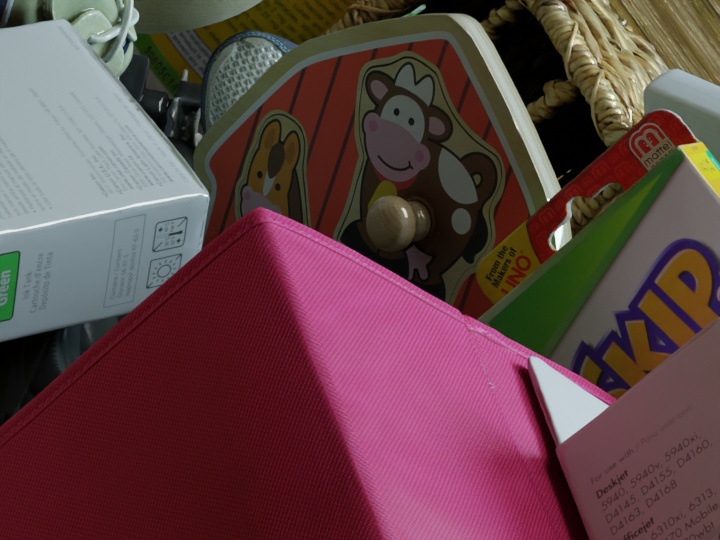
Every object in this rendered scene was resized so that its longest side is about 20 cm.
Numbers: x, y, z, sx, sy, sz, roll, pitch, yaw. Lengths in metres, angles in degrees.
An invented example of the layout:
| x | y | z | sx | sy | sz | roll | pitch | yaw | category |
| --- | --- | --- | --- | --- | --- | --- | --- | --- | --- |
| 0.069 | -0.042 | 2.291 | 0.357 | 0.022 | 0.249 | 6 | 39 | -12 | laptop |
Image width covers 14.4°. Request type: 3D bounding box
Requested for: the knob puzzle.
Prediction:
| x | y | z | sx | sy | sz | roll | pitch | yaw | category |
| --- | --- | --- | --- | --- | --- | --- | --- | --- | --- |
| 0.000 | 0.000 | 1.026 | 0.030 | 0.220 | 0.220 | -6 | 56 | -46 | knob puzzle |

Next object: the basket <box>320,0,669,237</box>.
| x | y | z | sx | sy | sz | roll | pitch | yaw | category |
| --- | --- | --- | --- | --- | --- | --- | --- | --- | --- |
| 0.024 | -0.046 | 1.215 | 0.143 | 0.200 | 0.149 | 51 | 21 | 3 | basket |

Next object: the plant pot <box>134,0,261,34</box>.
| x | y | z | sx | sy | sz | roll | pitch | yaw | category |
| --- | --- | --- | --- | --- | --- | --- | --- | --- | --- |
| -0.083 | -0.175 | 1.141 | 0.200 | 0.200 | 0.134 | -100 | 177 | -55 | plant pot |

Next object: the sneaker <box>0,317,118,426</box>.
| x | y | z | sx | sy | sz | roll | pitch | yaw | category |
| --- | --- | --- | --- | --- | --- | --- | --- | --- | --- |
| -0.103 | 0.053 | 0.982 | 0.091 | 0.076 | 0.200 | 55 | 9 | -42 | sneaker |

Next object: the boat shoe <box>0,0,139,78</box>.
| x | y | z | sx | sy | sz | roll | pitch | yaw | category |
| --- | --- | --- | --- | --- | --- | --- | --- | --- | --- |
| -0.112 | -0.094 | 1.048 | 0.062 | 0.200 | 0.072 | 22 | 62 | 2 | boat shoe |

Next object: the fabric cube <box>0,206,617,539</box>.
| x | y | z | sx | sy | sz | roll | pitch | yaw | category |
| --- | --- | --- | --- | --- | --- | --- | --- | --- | --- |
| -0.005 | 0.141 | 0.821 | 0.200 | 0.196 | 0.199 | 28 | 28 | -45 | fabric cube |

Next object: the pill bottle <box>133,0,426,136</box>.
| x | y | z | sx | sy | sz | roll | pitch | yaw | category |
| --- | --- | --- | --- | --- | --- | --- | --- | --- | --- |
| -0.013 | -0.147 | 1.323 | 0.111 | 0.200 | 0.111 | 41 | 22 | -20 | pill bottle |

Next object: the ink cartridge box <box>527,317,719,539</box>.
| x | y | z | sx | sy | sz | roll | pitch | yaw | category |
| --- | --- | --- | --- | --- | --- | --- | --- | --- | --- |
| 0.128 | 0.094 | 0.804 | 0.116 | 0.067 | 0.200 | 34 | 25 | -37 | ink cartridge box |

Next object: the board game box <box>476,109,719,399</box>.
| x | y | z | sx | sy | sz | roll | pitch | yaw | category |
| --- | --- | --- | --- | --- | --- | --- | --- | --- | --- |
| 0.123 | 0.051 | 0.928 | 0.200 | 0.096 | 0.030 | 54 | 24 | 14 | board game box |

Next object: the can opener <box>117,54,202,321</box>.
| x | y | z | sx | sy | sz | roll | pitch | yaw | category |
| --- | --- | --- | --- | --- | --- | --- | --- | --- | --- |
| -0.096 | -0.031 | 1.180 | 0.066 | 0.053 | 0.200 | 10 | 26 | -4 | can opener |

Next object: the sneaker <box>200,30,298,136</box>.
| x | y | z | sx | sy | sz | roll | pitch | yaw | category |
| --- | --- | --- | --- | --- | --- | --- | --- | --- | --- |
| -0.017 | -0.022 | 1.130 | 0.086 | 0.078 | 0.200 | 58 | 9 | -63 | sneaker |

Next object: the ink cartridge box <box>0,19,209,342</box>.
| x | y | z | sx | sy | sz | roll | pitch | yaw | category |
| --- | --- | --- | --- | --- | --- | --- | --- | --- | --- |
| -0.163 | -0.020 | 0.931 | 0.200 | 0.050 | 0.109 | -14 | 44 | -29 | ink cartridge box |

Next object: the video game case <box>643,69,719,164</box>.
| x | y | z | sx | sy | sz | roll | pitch | yaw | category |
| --- | --- | --- | --- | --- | --- | --- | --- | --- | --- |
| 0.186 | 0.038 | 1.105 | 0.182 | 0.023 | 0.200 | 28 | -42 | 40 | video game case |
